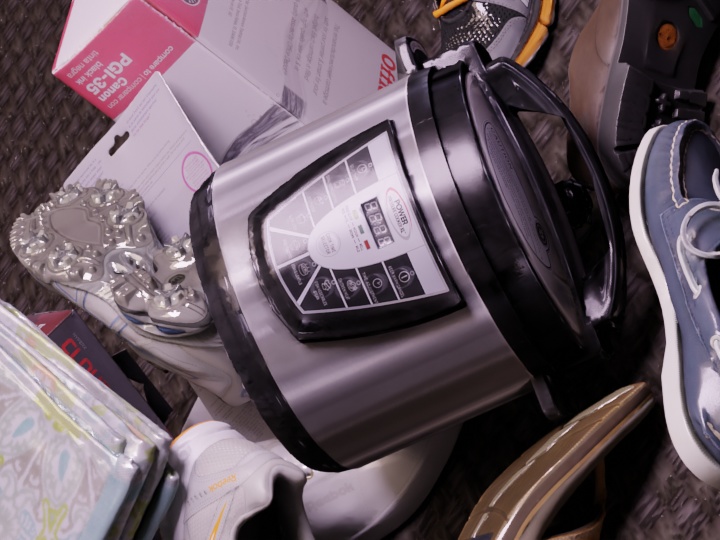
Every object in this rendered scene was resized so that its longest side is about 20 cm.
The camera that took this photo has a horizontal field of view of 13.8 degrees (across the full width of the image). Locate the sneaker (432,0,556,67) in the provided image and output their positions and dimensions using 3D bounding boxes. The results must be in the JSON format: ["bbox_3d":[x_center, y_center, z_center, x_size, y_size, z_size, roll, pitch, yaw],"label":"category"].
[{"bbox_3d":[0.068,-0.185,1.727,0.078,0.077,0.201,-24,48,47],"label":"sneaker"}]

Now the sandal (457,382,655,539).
[{"bbox_3d":[0.081,0.138,1.447,0.200,0.054,0.080,-52,11,-18],"label":"sandal"}]

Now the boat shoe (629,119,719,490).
[{"bbox_3d":[0.171,0.005,1.397,0.062,0.075,0.201,-39,38,39],"label":"boat shoe"}]

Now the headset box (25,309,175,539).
[{"bbox_3d":[-0.193,0.131,1.763,0.200,0.149,0.077,-44,18,-25],"label":"headset box"}]

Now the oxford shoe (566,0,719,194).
[{"bbox_3d":[0.146,-0.135,1.561,0.084,0.072,0.201,-6,61,59],"label":"oxford shoe"}]

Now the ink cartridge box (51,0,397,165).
[{"bbox_3d":[-0.070,-0.117,1.741,0.083,0.200,0.147,-40,24,29],"label":"ink cartridge box"}]

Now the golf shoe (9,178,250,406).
[{"bbox_3d":[-0.124,0.017,1.641,0.078,0.098,0.200,-35,36,-18],"label":"golf shoe"}]

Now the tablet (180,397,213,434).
[{"bbox_3d":[-0.043,0.026,1.800,0.130,0.014,0.201,20,84,62],"label":"tablet"}]

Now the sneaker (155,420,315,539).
[{"bbox_3d":[-0.059,0.184,1.566,0.092,0.075,0.201,13,114,51],"label":"sneaker"}]

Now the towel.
[{"bbox_3d":[-0.192,0.137,1.602,0.171,0.048,0.201,37,107,36],"label":"towel"}]

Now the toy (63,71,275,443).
[{"bbox_3d":[-0.077,-0.002,1.674,0.115,0.047,0.201,-45,69,40],"label":"toy"}]

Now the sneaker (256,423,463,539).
[{"bbox_3d":[-0.022,0.110,1.621,0.200,0.084,0.073,-48,30,23],"label":"sneaker"}]

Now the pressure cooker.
[{"bbox_3d":[0.033,-0.011,1.507,0.199,0.176,0.179,-24,33,13],"label":"pressure cooker"}]
